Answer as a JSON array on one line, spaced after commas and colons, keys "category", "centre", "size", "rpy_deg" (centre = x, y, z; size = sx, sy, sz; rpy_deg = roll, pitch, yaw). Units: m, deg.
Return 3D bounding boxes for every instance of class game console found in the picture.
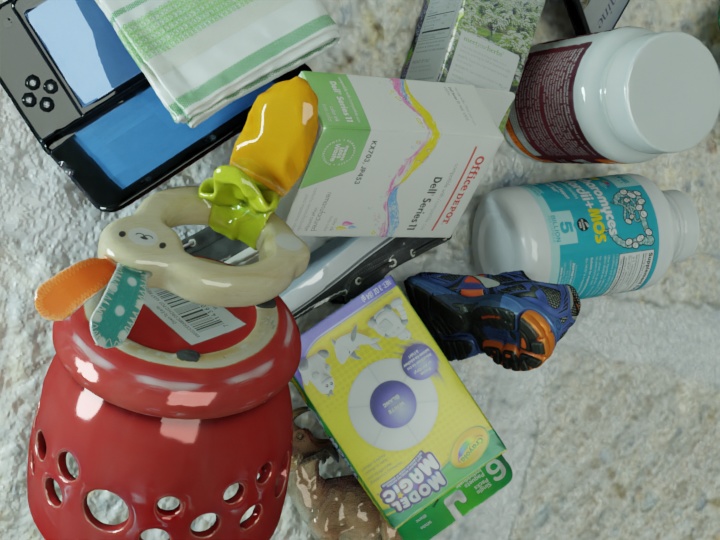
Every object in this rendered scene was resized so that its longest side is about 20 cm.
[{"category": "game console", "centre": [-0.169, -0.169, 0.883], "size": [0.199, 0.119, 0.173], "rpy_deg": [-35, 107, -16]}]

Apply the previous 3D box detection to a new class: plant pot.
[{"category": "plant pot", "centre": [-0.144, 0.101, 0.845], "size": [0.199, 0.201, 0.184], "rpy_deg": [-4, 125, -21]}]

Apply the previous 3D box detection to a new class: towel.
[{"category": "towel", "centre": [-0.128, -0.218, 0.884], "size": [0.149, 0.031, 0.200], "rpy_deg": [-31, 73, -17]}]

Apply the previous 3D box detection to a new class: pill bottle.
[{"category": "pill bottle", "centre": [0.213, -0.150, 0.995], "size": [0.113, 0.200, 0.115], "rpy_deg": [-2, 96, -21]}, {"category": "pill bottle", "centre": [0.212, -0.031, 1.055], "size": [0.199, 0.111, 0.112], "rpy_deg": [-8, 98, -22]}]

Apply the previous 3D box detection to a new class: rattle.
[{"category": "rattle", "centre": [-0.116, -0.042, 0.780], "size": [0.199, 0.143, 0.131], "rpy_deg": [-10, 59, -42]}]

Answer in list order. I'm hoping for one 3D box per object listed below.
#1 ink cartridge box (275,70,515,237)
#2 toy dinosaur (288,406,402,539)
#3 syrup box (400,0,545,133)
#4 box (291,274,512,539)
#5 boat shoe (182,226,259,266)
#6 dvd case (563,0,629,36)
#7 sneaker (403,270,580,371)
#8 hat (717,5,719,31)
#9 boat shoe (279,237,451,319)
[{"category": "ink cartridge box", "centre": [0.034, -0.088, 0.916], "size": [0.199, 0.068, 0.117], "rpy_deg": [-1, 138, -27]}, {"category": "toy dinosaur", "centre": [0.001, 0.207, 1.011], "size": [0.199, 0.086, 0.136], "rpy_deg": [22, 80, -28]}, {"category": "syrup box", "centre": [0.105, -0.224, 1.008], "size": [0.078, 0.081, 0.201], "rpy_deg": [18, 88, -24]}, {"category": "box", "centre": [0.032, 0.119, 0.941], "size": [0.117, 0.048, 0.201], "rpy_deg": [-34, 87, -7]}, {"category": "boat shoe", "centre": [-0.145, 0.006, 0.951], "size": [0.199, 0.057, 0.067], "rpy_deg": [-25, 139, -14]}, {"category": "dvd case", "centre": [0.220, -0.297, 1.017], "size": [0.143, 0.017, 0.200], "rpy_deg": [-60, 152, -7]}, {"category": "sneaker", "centre": [0.110, 0.035, 0.975], "size": [0.078, 0.199, 0.076], "rpy_deg": [-29, 115, -27]}, {"category": "hat", "centre": [0.401, -0.157, 1.170], "size": [0.164, 0.176, 0.201], "rpy_deg": [1, 57, -20]}, {"category": "boat shoe", "centre": [0.000, 0.000, 0.999], "size": [0.200, 0.070, 0.067], "rpy_deg": [-37, 106, -23]}]
